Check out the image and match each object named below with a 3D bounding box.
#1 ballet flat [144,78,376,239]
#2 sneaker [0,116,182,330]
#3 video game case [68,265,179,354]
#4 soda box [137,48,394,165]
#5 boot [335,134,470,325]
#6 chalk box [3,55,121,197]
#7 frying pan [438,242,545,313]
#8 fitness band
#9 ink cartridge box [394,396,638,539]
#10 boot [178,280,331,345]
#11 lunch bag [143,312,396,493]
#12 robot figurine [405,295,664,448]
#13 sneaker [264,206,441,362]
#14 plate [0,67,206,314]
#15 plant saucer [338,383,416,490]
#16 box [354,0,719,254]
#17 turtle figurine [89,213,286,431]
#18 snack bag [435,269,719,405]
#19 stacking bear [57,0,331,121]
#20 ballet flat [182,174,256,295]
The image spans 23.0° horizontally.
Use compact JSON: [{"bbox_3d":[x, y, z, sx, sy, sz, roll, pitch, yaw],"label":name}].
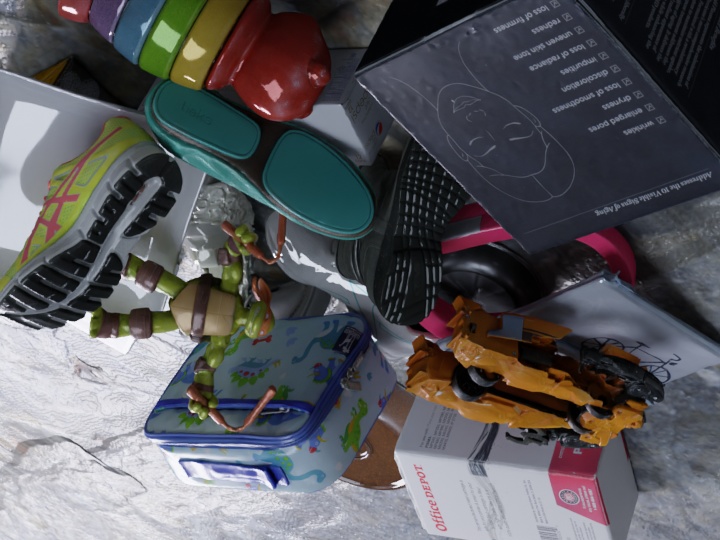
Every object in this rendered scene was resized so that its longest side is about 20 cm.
[{"bbox_3d":[-0.076,-0.086,1.363,0.199,0.068,0.070,30,170,-4],"label":"ballet flat"},{"bbox_3d":[-0.221,-0.037,1.383,0.200,0.091,0.078,-45,141,14],"label":"sneaker"},{"bbox_3d":[-0.291,-0.008,1.748,0.199,0.023,0.182,30,146,-7],"label":"video game case"},{"bbox_3d":[-0.075,-0.128,1.407,0.198,0.064,0.068,3,140,32],"label":"soda box"},{"bbox_3d":[0.030,-0.067,1.395,0.067,0.131,0.202,9,109,-27],"label":"boot"},{"bbox_3d":[-0.244,-0.063,1.551,0.123,0.125,0.200,-16,127,44],"label":"chalk box"},{"bbox_3d":[0.076,0.024,1.545,0.189,0.031,0.115,-17,127,42],"label":"frying pan"},{"bbox_3d":[0.126,0.002,1.445,0.198,0.038,0.144,-10,134,24],"label":"fitness band"},{"bbox_3d":[0.148,0.191,1.663,0.198,0.085,0.146,5,141,24],"label":"ink cartridge box"},{"bbox_3d":[-0.104,0.042,1.642,0.095,0.074,0.200,28,148,-15],"label":"boot"},{"bbox_3d":[-0.079,0.115,1.520,0.198,0.161,0.083,-2,131,39],"label":"lunch bag"},{"bbox_3d":[0.145,0.087,1.425,0.198,0.059,0.145,17,144,-21],"label":"robot figurine"},{"bbox_3d":[0.000,0.000,1.519,0.080,0.071,0.200,-12,132,48],"label":"sneaker"},{"bbox_3d":[-0.235,-0.061,1.437,0.197,0.032,0.201,16,122,-10],"label":"plate"},{"bbox_3d":[-0.008,0.163,1.779,0.198,0.035,0.201,17,144,12],"label":"plant saucer"},{"bbox_3d":[0.140,-0.136,1.199,0.199,0.125,0.197,-19,125,46],"label":"box"},{"bbox_3d":[-0.134,0.020,1.436,0.159,0.202,0.064,12,-169,-5],"label":"turtle figurine"},{"bbox_3d":[0.188,0.073,1.475,0.188,0.022,0.199,29,140,-36],"label":"snack bag"},{"bbox_3d":[-0.111,-0.184,1.301,0.199,0.114,0.122,31,146,-2],"label":"stacking bear"},{"bbox_3d":[-0.122,-0.024,1.529,0.071,0.072,0.200,17,163,13],"label":"ballet flat"}]
